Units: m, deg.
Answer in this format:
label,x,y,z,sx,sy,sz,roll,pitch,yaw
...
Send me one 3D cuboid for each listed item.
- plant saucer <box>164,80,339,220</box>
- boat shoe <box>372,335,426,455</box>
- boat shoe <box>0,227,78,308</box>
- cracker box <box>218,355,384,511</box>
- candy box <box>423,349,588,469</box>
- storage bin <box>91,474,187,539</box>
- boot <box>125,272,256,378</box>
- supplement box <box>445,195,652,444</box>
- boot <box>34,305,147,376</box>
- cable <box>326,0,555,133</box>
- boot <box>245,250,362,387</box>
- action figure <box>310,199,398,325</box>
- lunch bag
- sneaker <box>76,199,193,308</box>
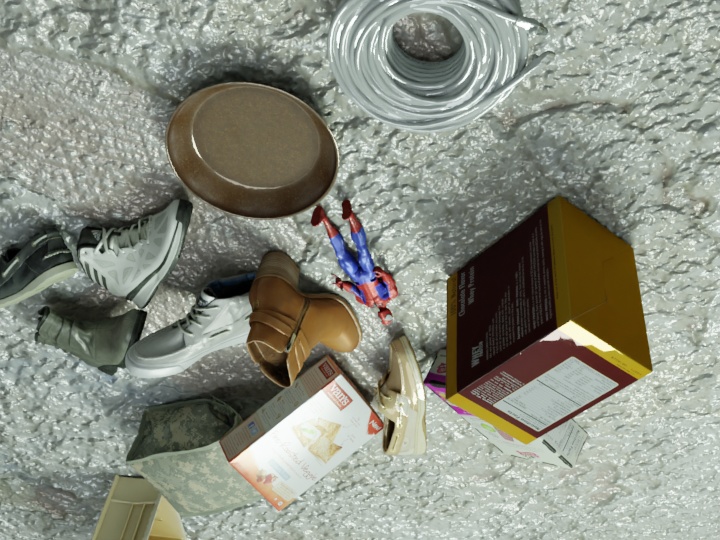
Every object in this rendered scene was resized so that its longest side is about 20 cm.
label,x,y,z,sx,sy,sz,roll,pitch,yaw
plant saucer,-0.121,-0.142,1.203,0.200,0.037,0.201,4,135,4
boat shoe,0.051,0.182,1.462,0.069,0.074,0.200,-11,121,-7
boat shoe,-0.448,0.004,1.386,0.200,0.072,0.068,-25,91,37
cracker box,-0.081,0.233,1.499,0.200,0.058,0.134,-39,126,-2
candy box,0.200,0.189,1.443,0.200,0.061,0.136,44,156,-31
storage bin,-0.374,0.477,1.752,0.093,0.199,0.200,5,136,7
boot,-0.210,0.062,1.350,0.200,0.074,0.096,-23,139,-32
supplement box,0.215,0.061,1.251,0.133,0.198,0.200,31,131,-25
boot,-0.371,0.084,1.416,0.130,0.068,0.200,25,151,-18
cable,0.069,-0.232,1.064,0.200,0.069,0.200,31,132,-22
boot,-0.076,0.088,1.346,0.074,0.155,0.200,-28,126,30
action figure,0.000,0.000,1.327,0.065,0.052,0.200,-15,134,16
lunch bag,-0.220,0.277,1.585,0.200,0.118,0.164,-12,132,25
sneaker,-0.289,-0.031,1.308,0.115,0.076,0.201,23,136,-18
